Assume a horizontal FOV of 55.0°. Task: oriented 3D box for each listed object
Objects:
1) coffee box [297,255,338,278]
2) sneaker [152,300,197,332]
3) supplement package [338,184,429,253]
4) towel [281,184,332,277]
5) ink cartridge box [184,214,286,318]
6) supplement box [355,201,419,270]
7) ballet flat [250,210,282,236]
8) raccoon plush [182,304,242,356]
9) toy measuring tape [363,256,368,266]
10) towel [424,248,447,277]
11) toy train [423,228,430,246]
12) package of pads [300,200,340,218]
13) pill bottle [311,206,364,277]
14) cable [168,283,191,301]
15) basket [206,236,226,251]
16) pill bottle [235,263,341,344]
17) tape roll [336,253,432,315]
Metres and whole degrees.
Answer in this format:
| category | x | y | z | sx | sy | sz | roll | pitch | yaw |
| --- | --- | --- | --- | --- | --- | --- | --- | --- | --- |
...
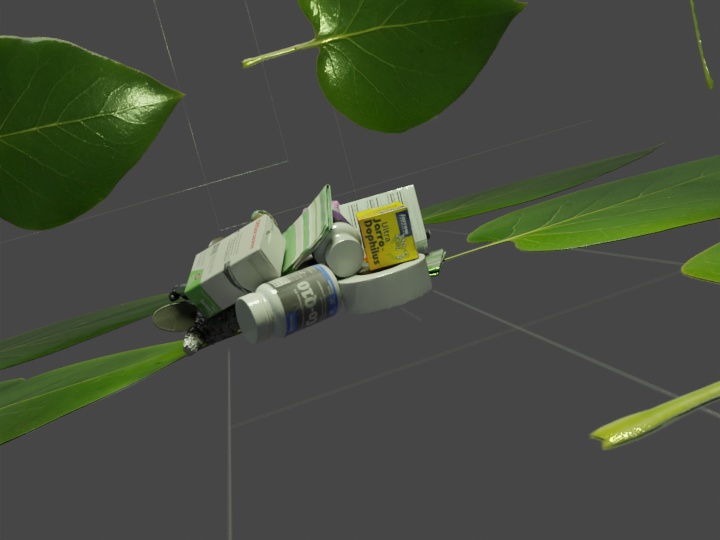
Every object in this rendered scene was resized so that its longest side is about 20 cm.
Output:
| category | x | y | z | sx | sy | sz | roll | pitch | yaw |
| --- | --- | --- | --- | --- | --- | --- | --- | --- | --- |
| coffee box | -0.134 | 0.033 | 1.605 | 0.197 | 0.117 | 0.079 | -22 | 11 | -31 |
| sneaker | -0.457 | 0.118 | 1.848 | 0.195 | 0.077 | 0.106 | -9 | 1 | -21 |
| supplement package | 0.066 | -0.098 | 1.782 | 0.195 | 0.151 | 0.191 | -15 | -14 | 6 |
| towel | -0.127 | -0.073 | 1.490 | 0.200 | 0.023 | 0.155 | -45 | 32 | 29 |
| ink cartridge box | -0.262 | -0.010 | 1.469 | 0.197 | 0.085 | 0.147 | -28 | 30 | 17 |
| supplement box | 0.054 | -0.079 | 1.503 | 0.107 | 0.112 | 0.200 | -15 | 8 | 0 |
| ballet flat | -0.220 | -0.070 | 1.745 | 0.067 | 0.202 | 0.075 | -39 | 59 | -19 |
| raccoon plush | -0.287 | 0.129 | 1.501 | 0.130 | 0.099 | 0.202 | -2 | 37 | 9 |
| toy measuring tape | 0.000 | 0.000 | 1.636 | 0.072 | 0.076 | 0.199 | -12 | -7 | 20 |
| towel | 0.131 | 0.000 | 1.649 | 0.146 | 0.031 | 0.200 | -17 | 10 | 14 |
| toy train | 0.103 | -0.077 | 1.981 | 0.196 | 0.089 | 0.114 | -18 | 3 | -15 |
| package of pads | -0.117 | -0.083 | 1.789 | 0.118 | 0.076 | 0.203 | -11 | 40 | 27 |
| pill bottle | -0.060 | -0.062 | 1.510 | 0.109 | 0.114 | 0.200 | -17 | 27 | -13 |
| cable | -0.404 | 0.053 | 1.838 | 0.195 | 0.052 | 0.163 | -9 | -2 | 0 |
| basket | -0.258 | 0.004 | 1.706 | 0.196 | 0.184 | 0.137 | 2 | 36 | 30 |
| pill bottle | -0.145 | 0.069 | 1.396 | 0.197 | 0.117 | 0.113 | -21 | 10 | -32 |
| tape roll | 0.051 | 0.027 | 1.450 | 0.197 | 0.073 | 0.203 | -16 | 8 | 2 |
